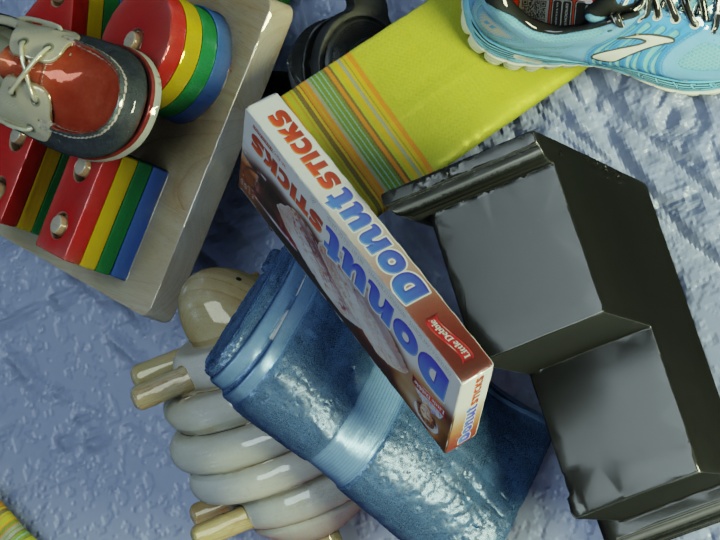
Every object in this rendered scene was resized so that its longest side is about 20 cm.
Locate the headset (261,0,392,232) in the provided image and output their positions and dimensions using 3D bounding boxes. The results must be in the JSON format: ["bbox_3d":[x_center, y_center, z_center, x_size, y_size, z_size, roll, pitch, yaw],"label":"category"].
[{"bbox_3d":[-0.035,-0.103,1.462,0.123,0.094,0.201,-40,52,41],"label":"headset"}]

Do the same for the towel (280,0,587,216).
[{"bbox_3d":[0.035,-0.100,1.421,0.200,0.018,0.086,-35,90,-23],"label":"towel"}]

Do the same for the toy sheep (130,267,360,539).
[{"bbox_3d":[-0.052,0.090,1.444,0.137,0.138,0.201,-17,105,21],"label":"toy sheep"}]

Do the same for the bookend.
[{"bbox_3d":[0.116,0.046,1.337,0.092,0.199,0.201,-23,76,19],"label":"bookend"}]

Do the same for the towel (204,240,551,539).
[{"bbox_3d":[0.013,0.076,1.380,0.048,0.200,0.112,-28,27,51],"label":"towel"}]

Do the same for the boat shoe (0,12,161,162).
[{"bbox_3d":[-0.188,-0.113,1.444,0.200,0.062,0.071,23,91,48],"label":"boat shoe"}]

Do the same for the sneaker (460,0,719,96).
[{"bbox_3d":[0.155,-0.143,1.387,0.199,0.090,0.079,0,82,2],"label":"sneaker"}]

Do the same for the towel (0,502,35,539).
[{"bbox_3d":[-0.291,0.139,1.597,0.086,0.018,0.200,-48,67,7],"label":"towel"}]

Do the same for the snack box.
[{"bbox_3d":[0.000,0.000,1.313,0.024,0.072,0.200,-27,63,-23],"label":"snack box"}]

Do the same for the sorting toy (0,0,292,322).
[{"bbox_3d":[-0.156,-0.097,1.502,0.200,0.069,0.200,25,94,50],"label":"sorting toy"}]
